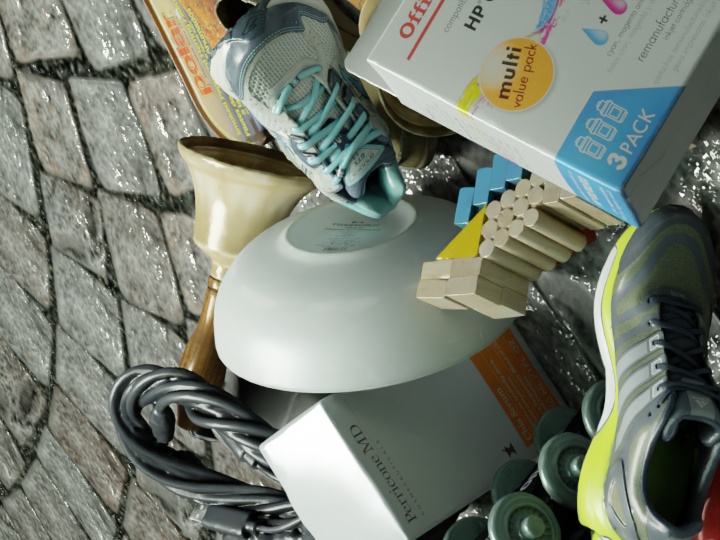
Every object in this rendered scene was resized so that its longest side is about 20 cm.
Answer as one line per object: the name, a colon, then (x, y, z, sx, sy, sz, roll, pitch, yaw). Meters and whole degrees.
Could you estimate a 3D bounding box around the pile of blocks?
pile of blocks: (0.116, -0.047, 1.000, 0.200, 0.062, 0.082, -43, 47, 23)

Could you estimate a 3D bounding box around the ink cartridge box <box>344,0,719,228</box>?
ink cartridge box: (0.086, -0.123, 0.925, 0.200, 0.115, 0.068, 30, 176, 24)

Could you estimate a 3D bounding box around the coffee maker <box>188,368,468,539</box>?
coffee maker: (-0.014, 0.097, 1.260, 0.200, 0.135, 0.192, 36, 139, 34)

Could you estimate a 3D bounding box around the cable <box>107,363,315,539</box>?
cable: (-0.082, 0.124, 1.172, 0.200, 0.051, 0.163, -2, 130, 51)

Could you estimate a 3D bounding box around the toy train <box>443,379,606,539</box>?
toy train: (0.135, 0.151, 1.041, 0.114, 0.200, 0.085, 46, 145, -2)

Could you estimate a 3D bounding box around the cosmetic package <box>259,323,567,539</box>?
cosmetic package: (0.042, 0.106, 1.115, 0.071, 0.200, 0.102, -39, 81, 41)

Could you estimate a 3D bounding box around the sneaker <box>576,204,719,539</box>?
sneaker: (0.173, 0.062, 0.965, 0.081, 0.074, 0.200, 169, 106, -69)

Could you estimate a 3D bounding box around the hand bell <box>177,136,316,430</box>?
hand bell: (-0.096, 0.017, 1.226, 0.104, 0.104, 0.200, 25, 106, 44)

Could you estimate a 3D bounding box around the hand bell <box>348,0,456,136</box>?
hand bell: (0.005, -0.171, 1.097, 0.200, 0.104, 0.104, 43, 145, 48)

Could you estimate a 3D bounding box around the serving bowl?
serving bowl: (0.000, 0.000, 1.102, 0.200, 0.200, 0.066, 19, 129, 48)

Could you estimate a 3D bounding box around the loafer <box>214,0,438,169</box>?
loafer: (-0.026, -0.131, 1.166, 0.200, 0.067, 0.076, 45, 147, 29)

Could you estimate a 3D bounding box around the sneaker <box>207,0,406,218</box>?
sneaker: (-0.018, -0.093, 1.026, 0.086, 0.078, 0.200, 49, -178, 26)

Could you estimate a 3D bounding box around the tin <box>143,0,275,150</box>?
tin: (-0.107, -0.183, 1.271, 0.112, 0.042, 0.200, -19, 98, 55)

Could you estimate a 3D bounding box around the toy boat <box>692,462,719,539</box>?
toy boat: (0.246, 0.149, 0.930, 0.200, 0.131, 0.131, -6, 108, 56)
